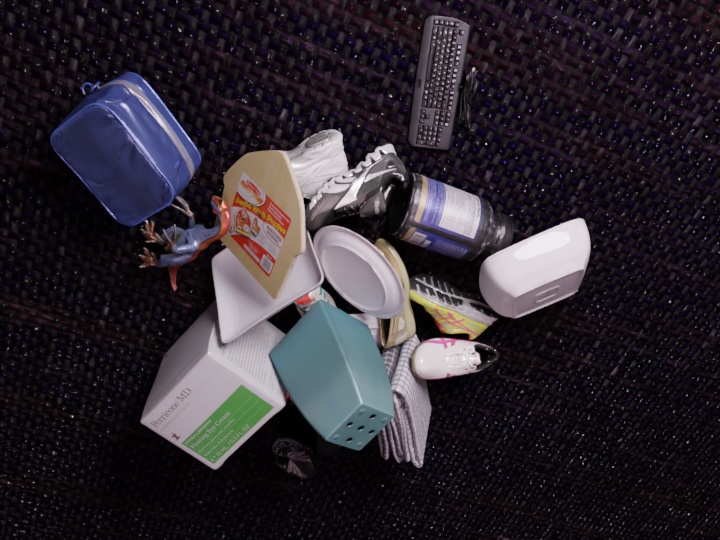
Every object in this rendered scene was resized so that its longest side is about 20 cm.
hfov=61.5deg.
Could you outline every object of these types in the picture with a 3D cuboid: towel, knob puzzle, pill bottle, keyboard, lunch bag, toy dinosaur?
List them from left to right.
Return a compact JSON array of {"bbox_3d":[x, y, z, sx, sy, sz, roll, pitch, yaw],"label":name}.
[{"bbox_3d":[-0.350,-0.192,0.913,0.134,0.134,0.202,-20,120,24],"label":"lunch bag"},{"bbox_3d":[-0.278,-0.058,1.001,0.177,0.107,0.201,-4,153,15],"label":"toy dinosaur"},{"bbox_3d":[-0.143,-0.091,0.926,0.030,0.218,0.224,-14,131,-48],"label":"knob puzzle"},{"bbox_3d":[0.078,0.247,1.164,0.083,0.167,0.204,-3,121,17],"label":"towel"},{"bbox_3d":[0.138,-0.290,0.960,0.101,0.040,0.204,3,118,-6],"label":"keyboard"},{"bbox_3d":[0.155,-0.082,1.030,0.196,0.113,0.114,18,115,-15],"label":"pill bottle"}]

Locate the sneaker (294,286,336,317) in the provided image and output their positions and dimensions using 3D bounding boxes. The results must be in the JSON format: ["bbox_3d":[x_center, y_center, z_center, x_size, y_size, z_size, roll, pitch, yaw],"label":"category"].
[{"bbox_3d":[-0.097,0.051,1.085,0.069,0.094,0.202,-23,118,7],"label":"sneaker"}]

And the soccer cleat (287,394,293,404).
[{"bbox_3d":[-0.085,0.227,1.196,0.196,0.087,0.068,15,158,-31],"label":"soccer cleat"}]

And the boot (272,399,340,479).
[{"bbox_3d":[-0.104,0.349,1.200,0.076,0.169,0.201,-31,117,11],"label":"boot"}]

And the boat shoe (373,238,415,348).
[{"bbox_3d":[0.048,0.044,1.095,0.062,0.073,0.205,-24,118,-24],"label":"boat shoe"}]

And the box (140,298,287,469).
[{"bbox_3d":[-0.250,0.192,1.084,0.171,0.201,0.199,40,109,-21],"label":"box"}]

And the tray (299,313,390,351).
[{"bbox_3d":[-0.030,0.130,1.132,0.196,0.022,0.109,-2,128,-28],"label":"tray"}]

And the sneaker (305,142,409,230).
[{"bbox_3d":[-0.002,-0.118,0.976,0.198,0.091,0.067,-37,159,-8],"label":"sneaker"}]

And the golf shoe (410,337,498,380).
[{"bbox_3d":[0.176,0.160,1.130,0.197,0.091,0.075,-2,82,-43],"label":"golf shoe"}]

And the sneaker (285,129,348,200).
[{"bbox_3d":[-0.108,-0.148,0.991,0.196,0.079,0.101,-20,122,6],"label":"sneaker"}]

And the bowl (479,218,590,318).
[{"bbox_3d":[0.311,0.012,1.059,0.196,0.076,0.201,-22,156,3],"label":"bowl"}]

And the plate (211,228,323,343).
[{"bbox_3d":[-0.155,0.004,1.005,0.197,0.202,0.032,-31,137,11],"label":"plate"}]

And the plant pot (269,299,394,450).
[{"bbox_3d":[-0.037,0.185,1.016,0.141,0.201,0.140,-46,134,13],"label":"plant pot"}]

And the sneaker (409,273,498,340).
[{"bbox_3d":[0.160,0.079,1.137,0.197,0.079,0.091,24,120,-15],"label":"sneaker"}]

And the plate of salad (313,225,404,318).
[{"bbox_3d":[0.000,0.000,1.043,0.198,0.048,0.202,30,146,23],"label":"plate of salad"}]
